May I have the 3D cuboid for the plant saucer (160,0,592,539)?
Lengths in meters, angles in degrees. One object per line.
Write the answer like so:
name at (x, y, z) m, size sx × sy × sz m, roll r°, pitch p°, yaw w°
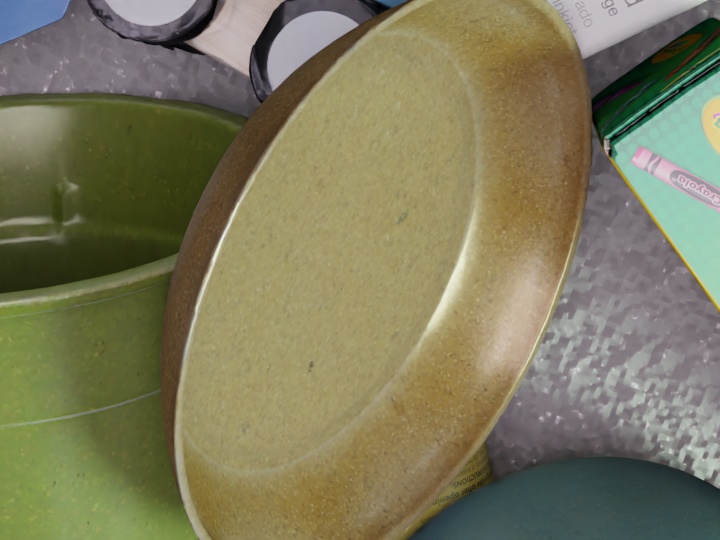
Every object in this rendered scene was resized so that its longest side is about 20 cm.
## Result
plant saucer at (0.000, 0.000, 0.783) m, size 0.035 × 0.200 × 0.201 m, roll 27°, pitch 102°, yaw 32°

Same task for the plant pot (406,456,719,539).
plant pot at (0.096, 0.176, 0.833) m, size 0.199 × 0.135 × 0.201 m, roll -5°, pitch 104°, yaw -19°

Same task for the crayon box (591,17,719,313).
crayon box at (0.157, 0.014, 0.844) m, size 0.058 × 0.119 × 0.200 m, roll -36°, pitch 96°, yaw 8°

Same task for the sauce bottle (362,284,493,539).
sauce bottle at (0.017, 0.084, 0.891) m, size 0.064 × 0.065 × 0.201 m, roll -12°, pitch 97°, yaw 5°

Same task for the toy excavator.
toy excavator at (-0.028, -0.165, 0.840) m, size 0.194 × 0.100 × 0.201 m, roll 29°, pitch 94°, yaw 4°

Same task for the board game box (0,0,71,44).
board game box at (-0.186, -0.134, 0.879) m, size 0.199 × 0.039 × 0.159 m, roll -22°, pitch 87°, yaw 7°

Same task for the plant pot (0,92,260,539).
plant pot at (-0.114, 0.060, 0.848) m, size 0.199 × 0.200 × 0.191 m, roll -1°, pitch 112°, yaw 3°

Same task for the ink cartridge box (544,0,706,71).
ink cartridge box at (0.124, -0.176, 0.832) m, size 0.199 × 0.084 × 0.146 m, roll -25°, pitch 97°, yaw 7°
